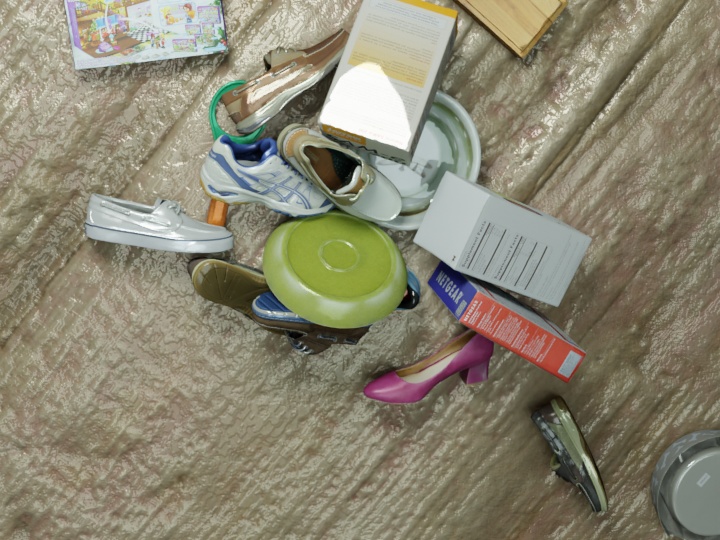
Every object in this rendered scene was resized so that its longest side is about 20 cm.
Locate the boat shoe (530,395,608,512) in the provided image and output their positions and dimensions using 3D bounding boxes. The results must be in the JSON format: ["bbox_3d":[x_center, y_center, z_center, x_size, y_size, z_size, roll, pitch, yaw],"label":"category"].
[{"bbox_3d":[0.316,0.283,1.705,0.065,0.073,0.200,-24,104,9],"label":"boat shoe"}]

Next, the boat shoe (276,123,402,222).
[{"bbox_3d":[-0.020,-0.117,1.475,0.200,0.068,0.075,29,96,-29],"label":"boat shoe"}]

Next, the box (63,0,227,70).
[{"bbox_3d":[-0.278,-0.339,1.456,0.199,0.039,0.137,-8,106,-7],"label":"box"}]

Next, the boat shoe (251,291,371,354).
[{"bbox_3d":[-0.064,0.076,1.529,0.200,0.072,0.073,6,114,-37],"label":"boat shoe"}]

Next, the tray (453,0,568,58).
[{"bbox_3d":[0.175,-0.389,1.523,0.200,0.037,0.099,38,95,-15],"label":"tray"}]

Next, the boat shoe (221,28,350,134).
[{"bbox_3d":[-0.096,-0.261,1.483,0.200,0.076,0.072,-40,100,-13],"label":"boat shoe"}]

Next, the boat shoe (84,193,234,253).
[{"bbox_3d":[-0.266,-0.065,1.509,0.199,0.074,0.066,6,103,-10],"label":"boat shoe"}]

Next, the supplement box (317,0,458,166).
[{"bbox_3d":[0.038,-0.252,1.468,0.126,0.074,0.200,20,82,7],"label":"supplement box"}]

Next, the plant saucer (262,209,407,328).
[{"bbox_3d":[-0.031,-0.013,1.510,0.199,0.200,0.031,5,140,-11],"label":"plant saucer"}]

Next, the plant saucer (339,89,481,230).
[{"bbox_3d":[0.064,-0.157,1.555,0.200,0.050,0.201,-3,105,-9],"label":"plant saucer"}]

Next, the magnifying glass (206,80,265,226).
[{"bbox_3d":[-0.177,-0.158,1.531,0.079,0.022,0.200,11,100,-13],"label":"magnifying glass"}]

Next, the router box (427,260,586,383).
[{"bbox_3d":[0.197,0.064,1.557,0.179,0.200,0.049,30,98,-14],"label":"router box"}]

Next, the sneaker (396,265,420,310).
[{"bbox_3d":[0.000,0.000,1.563,0.200,0.090,0.079,20,100,-13],"label":"sneaker"}]

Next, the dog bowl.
[{"bbox_3d":[0.545,0.339,1.759,0.200,0.059,0.201,-2,104,-9],"label":"dog bowl"}]

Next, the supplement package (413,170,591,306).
[{"bbox_3d":[0.194,-0.042,1.543,0.200,0.114,0.110,19,101,-35],"label":"supplement package"}]

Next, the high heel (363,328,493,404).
[{"bbox_3d":[0.099,0.131,1.620,0.199,0.067,0.096,-7,117,-13],"label":"high heel"}]

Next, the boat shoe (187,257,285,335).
[{"bbox_3d":[-0.148,0.027,1.551,0.200,0.065,0.073,31,98,-36],"label":"boat shoe"}]

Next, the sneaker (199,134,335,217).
[{"bbox_3d":[-0.108,-0.128,1.496,0.200,0.075,0.088,4,131,-25],"label":"sneaker"}]
